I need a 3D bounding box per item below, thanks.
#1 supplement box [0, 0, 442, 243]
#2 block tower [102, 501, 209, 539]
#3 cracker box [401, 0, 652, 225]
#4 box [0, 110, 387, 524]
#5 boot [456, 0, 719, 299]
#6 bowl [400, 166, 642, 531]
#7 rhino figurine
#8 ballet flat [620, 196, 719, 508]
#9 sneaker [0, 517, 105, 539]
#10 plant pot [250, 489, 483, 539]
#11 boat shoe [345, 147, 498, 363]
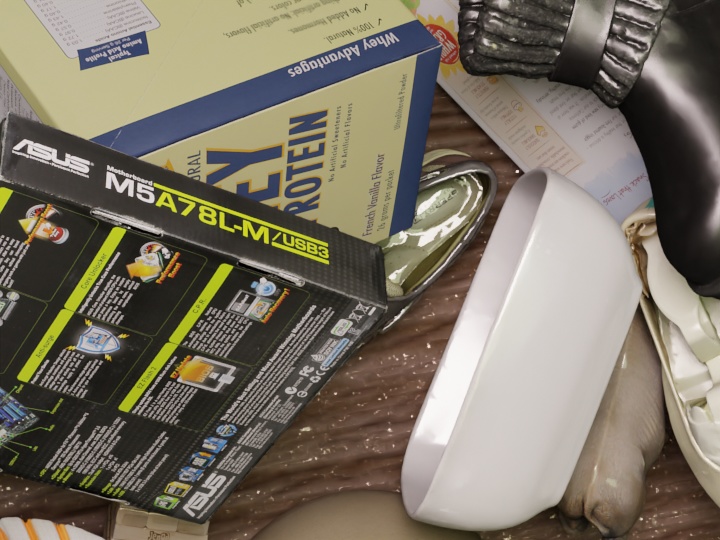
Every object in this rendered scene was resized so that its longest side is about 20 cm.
[{"bbox_3d":[-0.098,-0.098,0.923,0.199,0.135,0.200,-23,55,-25],"label":"supplement box"},{"bbox_3d":[-0.104,0.103,0.974,0.057,0.054,0.202,8,114,-11],"label":"block tower"},{"bbox_3d":[0.117,-0.124,1.024,0.200,0.134,0.058,46,55,-5],"label":"cracker box"},{"bbox_3d":[-0.116,0.033,0.835,0.192,0.200,0.048,20,43,-22],"label":"box"},{"bbox_3d":[0.128,-0.093,0.904,0.156,0.079,0.213,7,69,-22],"label":"boot"},{"bbox_3d":[0.091,0.048,0.976,0.074,0.200,0.202,20,91,-2],"label":"bowl"},{"bbox_3d":[0.154,0.070,1.032,0.059,0.088,0.201,8,58,17],"label":"rhino figurine"},{"bbox_3d":[0.193,0.053,0.974,0.069,0.069,0.202,-20,81,-10],"label":"ballet flat"},{"bbox_3d":[-0.218,0.202,0.969,0.199,0.077,0.079,-26,52,6],"label":"sneaker"},{"bbox_3d":[0.013,0.229,0.992,0.198,0.134,0.202,1,87,-9],"label":"plant pot"},{"bbox_3d":[0.001,0.000,1.035,0.201,0.066,0.072,-42,95,-9],"label":"boat shoe"}]
